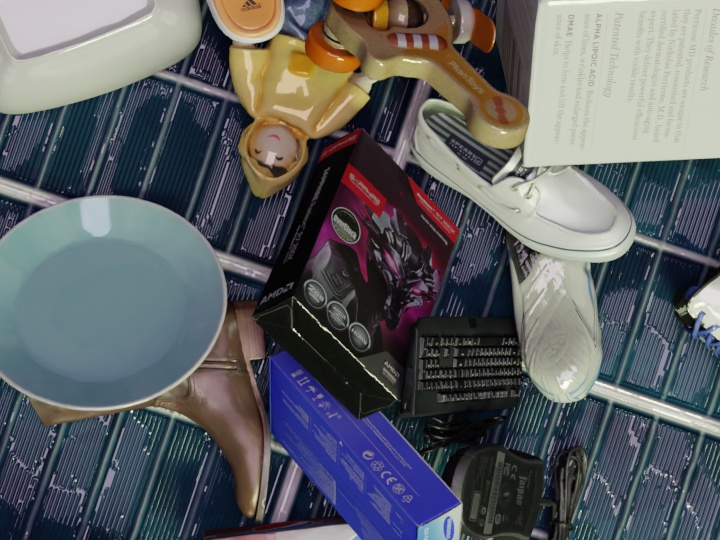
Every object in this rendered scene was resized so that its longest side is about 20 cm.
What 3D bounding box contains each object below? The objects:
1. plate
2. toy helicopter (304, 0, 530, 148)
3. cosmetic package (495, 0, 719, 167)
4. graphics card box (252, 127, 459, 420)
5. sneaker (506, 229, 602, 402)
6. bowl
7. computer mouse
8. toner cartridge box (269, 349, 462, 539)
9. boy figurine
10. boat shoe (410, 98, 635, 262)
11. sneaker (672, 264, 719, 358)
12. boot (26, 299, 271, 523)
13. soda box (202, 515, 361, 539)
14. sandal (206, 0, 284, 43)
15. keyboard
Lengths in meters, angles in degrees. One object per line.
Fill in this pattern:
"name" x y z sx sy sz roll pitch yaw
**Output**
"plate" -0.204 0.028 1.635 0.200 0.026 0.201 0 56 0
"toy helicopter" 0.061 -0.164 1.590 0.132 0.079 0.200 -22 57 -38
"cosmetic package" 0.216 -0.195 1.604 0.199 0.165 0.165 -4 134 -5
"graphics card box" 0.000 0.000 1.598 0.125 0.051 0.200 46 42 -23
"sneaker" 0.156 0.008 1.684 0.072 0.072 0.201 -3 76 7
"bowl" -0.235 -0.237 1.647 0.200 0.075 0.200 -20 92 -6
"computer mouse" 0.107 0.203 1.637 0.046 0.200 0.141 8 90 35
"toner cartridge box" 0.001 0.149 1.599 0.043 0.095 0.200 -26 53 -23
"boy figurine" -0.052 -0.156 1.666 0.124 0.064 0.200 25 85 -6
"boat shoe" 0.123 -0.071 1.642 0.200 0.067 0.074 25 72 16
"sneaker" 0.308 0.060 1.689 0.115 0.081 0.200 5 82 -1
"boot" -0.173 0.114 1.652 0.199 0.064 0.187 -4 77 -8
"soda box" -0.024 0.230 1.660 0.199 0.070 0.064 -6 89 -4
"sandal" -0.101 -0.279 1.636 0.079 0.059 0.207 -15 69 -15
"keyboard" 0.091 0.089 1.613 0.040 0.200 0.104 8 93 28
